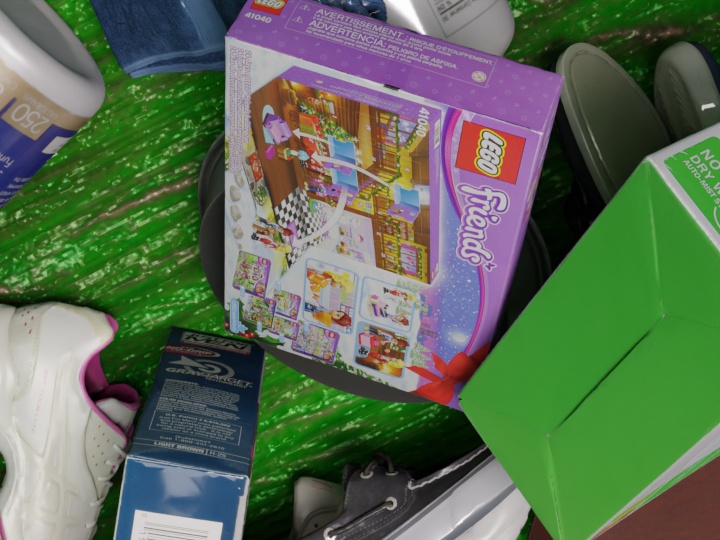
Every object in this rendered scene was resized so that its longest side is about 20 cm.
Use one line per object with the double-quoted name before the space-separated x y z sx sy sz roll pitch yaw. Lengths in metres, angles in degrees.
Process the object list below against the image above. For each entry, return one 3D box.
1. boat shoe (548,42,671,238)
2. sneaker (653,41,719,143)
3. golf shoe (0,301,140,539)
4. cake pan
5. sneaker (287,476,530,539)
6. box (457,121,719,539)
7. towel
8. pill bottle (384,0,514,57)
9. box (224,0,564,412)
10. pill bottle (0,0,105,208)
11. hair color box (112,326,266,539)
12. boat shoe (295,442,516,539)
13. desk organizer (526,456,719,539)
"boat shoe" 0.147 -0.031 0.786 0.066 0.075 0.200 -16 119 47
"sneaker" 0.234 -0.051 0.784 0.084 0.075 0.201 -32 111 -1
"golf shoe" -0.166 0.113 0.806 0.090 0.075 0.202 -8 107 -4
"cake pan" 0.000 0.000 0.740 0.198 0.037 0.201 15 140 13
"sneaker" 0.007 0.154 0.825 0.199 0.078 0.100 -33 100 5
"box" 0.163 0.012 0.622 0.175 0.200 0.097 -23 69 -32
"towel" -0.074 -0.148 0.672 0.048 0.199 0.113 -35 116 -27
"pill bottle" 0.010 -0.143 0.721 0.113 0.113 0.201 -27 105 5
"box" 0.007 -0.024 0.646 0.135 0.039 0.201 18 141 9
"pill bottle" -0.237 -0.063 0.731 0.200 0.116 0.116 -43 103 9
"hair color box" -0.088 0.109 0.740 0.060 0.200 0.101 10 104 -4
"boat shoe" 0.006 0.136 0.771 0.199 0.070 0.067 -36 77 5
"desk organizer" 0.203 0.153 0.830 0.198 0.077 0.072 -11 140 -15
